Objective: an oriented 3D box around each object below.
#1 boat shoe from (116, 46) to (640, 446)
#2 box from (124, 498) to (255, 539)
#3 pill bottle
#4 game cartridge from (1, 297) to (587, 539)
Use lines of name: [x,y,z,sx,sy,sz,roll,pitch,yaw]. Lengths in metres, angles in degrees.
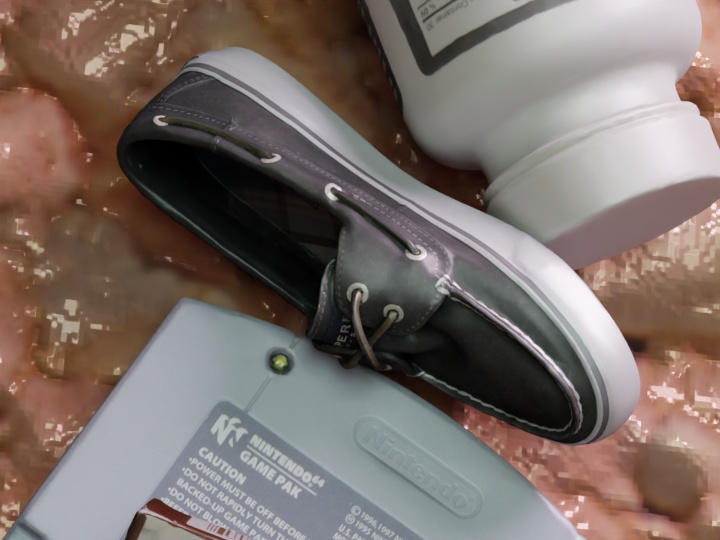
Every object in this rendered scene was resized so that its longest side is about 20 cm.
boat shoe: [0.000,0.000,0.850,0.200,0.070,0.066,40,51,14]
box: [-0.058,0.181,0.777,0.100,0.075,0.201,20,87,0]
pill bottle: [0.053,-0.104,0.884,0.110,0.111,0.201,-19,77,-14]
game cartridge: [-0.008,0.104,0.852,0.200,0.041,0.133,35,75,2]
